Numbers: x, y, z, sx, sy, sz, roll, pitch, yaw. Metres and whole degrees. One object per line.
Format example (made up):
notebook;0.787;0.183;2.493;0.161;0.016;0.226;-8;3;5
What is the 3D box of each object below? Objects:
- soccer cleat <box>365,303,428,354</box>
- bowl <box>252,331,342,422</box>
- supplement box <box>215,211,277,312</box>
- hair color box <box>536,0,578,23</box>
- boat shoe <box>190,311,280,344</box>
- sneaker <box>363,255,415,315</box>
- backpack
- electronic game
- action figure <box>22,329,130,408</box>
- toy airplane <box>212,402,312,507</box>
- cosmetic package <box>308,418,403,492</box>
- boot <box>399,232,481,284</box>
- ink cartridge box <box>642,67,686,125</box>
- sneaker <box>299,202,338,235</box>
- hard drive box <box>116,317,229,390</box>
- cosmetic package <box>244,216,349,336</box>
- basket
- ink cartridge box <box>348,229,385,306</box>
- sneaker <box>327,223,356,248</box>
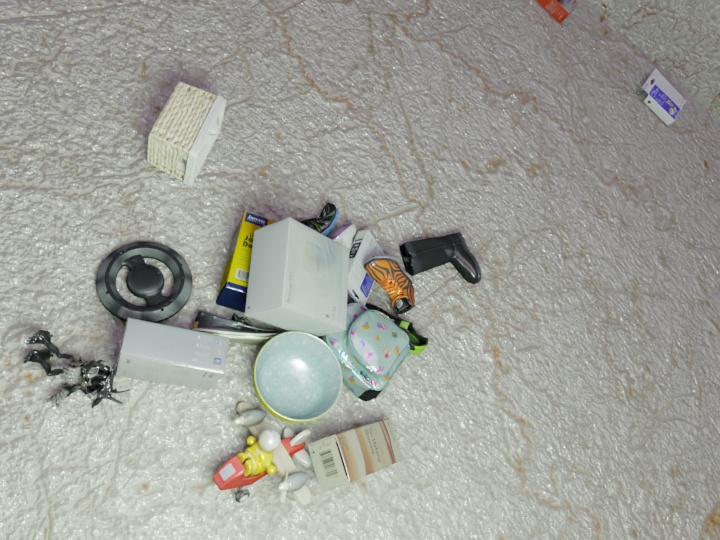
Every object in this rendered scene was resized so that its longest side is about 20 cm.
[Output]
soccer cleat;0.083;0.137;1.493;0.199;0.081;0.068;34;56;-5
bowl;-0.150;0.245;1.311;0.199;0.108;0.202;12;60;-21
supplement box;-0.251;-0.015;1.385;0.109;0.109;0.201;18;60;-18
hair color box;0.788;-1.123;2.447;0.200;0.064;0.111;43;57;-1
boat shoe;-0.274;0.128;1.330;0.198;0.075;0.063;9;69;-16
sneaker;0.086;0.042;1.495;0.200;0.077;0.113;30;38;-45
backpack;0.002;0.177;1.395;0.199;0.154;0.176;37;52;7
electronic game;-0.469;0.024;1.301;0.198;0.042;0.201;10;58;-15
action figure;-0.548;0.204;1.137;0.199;0.119;0.102;33;23;-1
toy airplane;-0.181;0.370;1.218;0.198;0.142;0.200;15;40;-3
cosmetic package;-0.007;0.392;1.280;0.199;0.087;0.104;1;64;-55
boot;0.220;-0.019;1.643;0.199;0.066;0.166;-11;64;-33
ink cartridge box;1.265;-0.732;2.506;0.200;0.043;0.198;46;56;-2
sneaker;-0.124;-0.109;1.515;0.083;0.071;0.200;43;59;-9
hard drive box;-0.382;0.174;1.205;0.198;0.156;0.077;14;61;-20
cosmetic package;-0.133;0.021;1.307;0.199;0.122;0.201;25;58;-44
basket;-0.421;-0.334;1.442;0.123;0.136;0.201;23;59;-10
ink cartridge box;0.000;0.000;1.508;0.100;0.039;0.201;56;40;-33
sneaker;-0.060;-0.040;1.528;0.100;0.075;0.201;51;51;-24
